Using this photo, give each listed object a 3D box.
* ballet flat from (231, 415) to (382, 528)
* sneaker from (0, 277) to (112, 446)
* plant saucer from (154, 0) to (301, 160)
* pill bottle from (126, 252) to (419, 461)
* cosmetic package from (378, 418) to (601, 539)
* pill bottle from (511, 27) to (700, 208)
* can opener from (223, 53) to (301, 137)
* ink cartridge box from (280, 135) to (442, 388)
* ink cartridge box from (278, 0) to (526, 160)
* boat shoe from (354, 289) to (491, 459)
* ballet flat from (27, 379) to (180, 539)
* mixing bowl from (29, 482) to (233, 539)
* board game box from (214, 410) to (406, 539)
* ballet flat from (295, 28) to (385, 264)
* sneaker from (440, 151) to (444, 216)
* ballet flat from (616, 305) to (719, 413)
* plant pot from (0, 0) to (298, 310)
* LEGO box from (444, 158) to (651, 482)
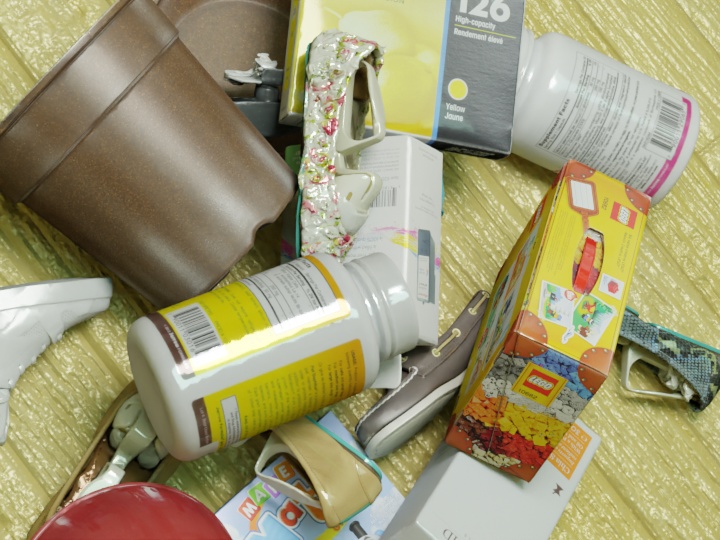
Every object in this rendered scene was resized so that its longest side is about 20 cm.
[{"bbox_3d":[-0.071,0.122,1.313,0.200,0.069,0.063,37,73,29],"label":"ballet flat"},{"bbox_3d":[-0.269,0.071,1.286,0.199,0.074,0.116,-14,95,-35],"label":"sneaker"},{"bbox_3d":[-0.093,-0.171,1.463,0.199,0.037,0.201,8,68,-19],"label":"plant saucer"},{"bbox_3d":[-0.061,0.055,1.252,0.199,0.109,0.110,-20,79,-18],"label":"pill bottle"},{"bbox_3d":[0.103,0.178,1.361,0.101,0.071,0.200,42,46,-5],"label":"cosmetic package"},{"bbox_3d":[0.189,-0.142,1.523,0.199,0.113,0.114,24,63,-12],"label":"pill bottle"},{"bbox_3d":[-0.023,-0.146,1.441,0.199,0.053,0.067,-1,104,-21],"label":"can opener"},{"bbox_3d":[0.000,0.000,1.374,0.067,0.117,0.201,22,68,-61],"label":"ink cartridge box"},{"bbox_3d":[0.039,-0.204,1.412,0.197,0.047,0.201,8,84,-17],"label":"ink cartridge box"},{"bbox_3d":[0.059,0.082,1.406,0.060,0.072,0.200,47,53,11],"label":"boat shoe"},{"bbox_3d":[-0.175,0.147,1.281,0.068,0.063,0.200,33,61,-5],"label":"ballet flat"},{"bbox_3d":[-0.140,0.255,1.193,0.199,0.108,0.201,-3,96,-34],"label":"mixing bowl"},{"bbox_3d":[-0.014,0.233,1.338,0.151,0.037,0.200,-40,88,-29],"label":"board game box"},{"bbox_3d":[-0.013,-0.089,1.319,0.064,0.076,0.201,0,84,22],"label":"ballet flat"},{"bbox_3d":[0.032,-0.035,1.436,0.077,0.080,0.201,13,69,-17],"label":"sneaker"},{"bbox_3d":[0.229,0.066,1.490,0.199,0.074,0.074,25,63,-8],"label":"ballet flat"},{"bbox_3d":[-0.167,-0.082,1.319,0.198,0.200,0.200,45,60,-10],"label":"plant pot"},{"bbox_3d":[0.147,0.038,1.336,0.077,0.149,0.200,25,46,-3],"label":"LEGO box"}]
